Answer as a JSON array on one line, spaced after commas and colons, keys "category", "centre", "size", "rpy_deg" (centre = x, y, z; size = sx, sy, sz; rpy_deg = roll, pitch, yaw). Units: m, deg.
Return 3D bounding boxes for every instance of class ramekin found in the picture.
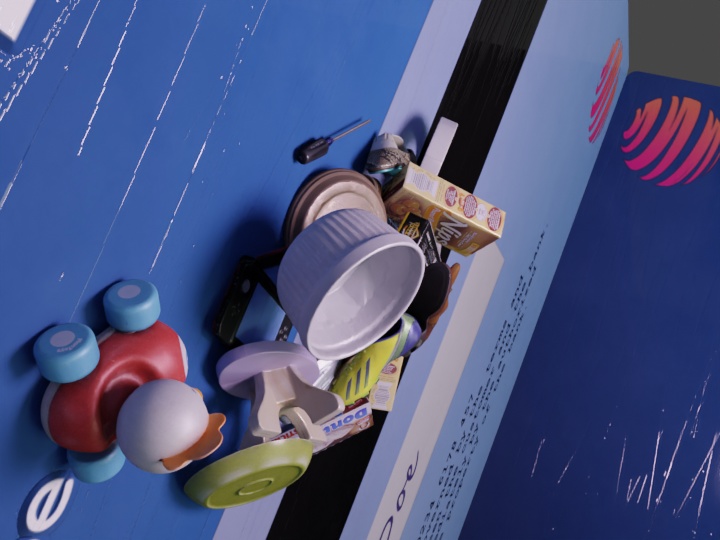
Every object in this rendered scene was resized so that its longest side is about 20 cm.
[{"category": "ramekin", "centre": [-0.019, 0.011, 0.986], "size": [0.199, 0.105, 0.202], "rpy_deg": [-31, 147, -22]}]

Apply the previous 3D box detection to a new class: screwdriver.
[{"category": "screwdriver", "centre": [-0.039, -0.206, 1.133], "size": [0.200, 0.029, 0.028], "rpy_deg": [-45, 145, -51]}]

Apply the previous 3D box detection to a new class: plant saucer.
[{"category": "plant saucer", "centre": [-0.030, -0.057, 1.147], "size": [0.198, 0.029, 0.204], "rpy_deg": [-10, 106, -37]}, {"category": "plant saucer", "centre": [-0.158, 0.304, 1.075], "size": [0.197, 0.031, 0.201], "rpy_deg": [-19, 152, -10]}]

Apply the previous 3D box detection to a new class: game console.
[{"category": "game console", "centre": [-0.100, 0.061, 1.067], "size": [0.201, 0.117, 0.175], "rpy_deg": [59, 47, -58]}]

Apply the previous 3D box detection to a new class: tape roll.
[{"category": "tape roll", "centre": [0.130, -0.190, 1.390], "size": [0.203, 0.037, 0.206], "rpy_deg": [24, 89, -88]}]

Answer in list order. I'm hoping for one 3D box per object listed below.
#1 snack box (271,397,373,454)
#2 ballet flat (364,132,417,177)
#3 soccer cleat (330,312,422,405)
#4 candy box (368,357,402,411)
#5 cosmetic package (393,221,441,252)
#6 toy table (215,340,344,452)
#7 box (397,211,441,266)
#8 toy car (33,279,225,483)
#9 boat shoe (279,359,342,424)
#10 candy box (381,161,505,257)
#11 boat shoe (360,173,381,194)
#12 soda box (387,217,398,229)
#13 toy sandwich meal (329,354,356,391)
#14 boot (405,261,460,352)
[{"category": "snack box", "centre": [-0.072, 0.285, 1.278], "size": [0.197, 0.024, 0.073], "rpy_deg": [-24, 136, -14]}, {"category": "ballet flat", "centre": [0.053, -0.203, 1.291], "size": [0.200, 0.067, 0.077], "rpy_deg": [-10, 95, -69]}, {"category": "soccer cleat", "centre": [0.014, 0.144, 1.229], "size": [0.200, 0.065, 0.084], "rpy_deg": [-43, 123, 4]}, {"category": "candy box", "centre": [0.053, 0.162, 1.468], "size": [0.116, 0.054, 0.203], "rpy_deg": [-99, -160, -74]}, {"category": "cosmetic package", "centre": [0.083, -0.030, 1.431], "size": [0.200, 0.089, 0.108], "rpy_deg": [-42, 145, -41]}, {"category": "toy table", "centre": [-0.119, 0.190, 1.062], "size": [0.183, 0.118, 0.199], "rpy_deg": [-38, 149, 25]}, {"category": "box", "centre": [0.079, 0.011, 1.283], "size": [0.161, 0.049, 0.200], "rpy_deg": [-60, 159, -12]}, {"category": "toy car", "centre": [-0.217, 0.145, 0.789], "size": [0.177, 0.198, 0.187], "rpy_deg": [-43, 144, -46]}, {"category": "boat shoe", "centre": [-0.080, 0.179, 1.243], "size": [0.201, 0.069, 0.072], "rpy_deg": [-43, 126, -36]}, {"category": "candy box", "centre": [0.137, -0.101, 1.270], "size": [0.115, 0.198, 0.056], "rpy_deg": [-34, -146, 61]}, {"category": "boat shoe", "centre": [-0.006, -0.059, 1.241], "size": [0.203, 0.071, 0.068], "rpy_deg": [-68, 161, 4]}, {"category": "soda box", "centre": [0.000, 0.000, 1.296], "size": [0.203, 0.068, 0.064], "rpy_deg": [-69, 155, -8]}, {"category": "toy sandwich meal", "centre": [-0.050, 0.219, 1.359], "size": [0.205, 0.070, 0.207], "rpy_deg": [-47, 155, -29]}, {"category": "boot", "centre": [0.147, 0.035, 1.317], "size": [0.200, 0.068, 0.191], "rpy_deg": [-38, 146, -53]}]
